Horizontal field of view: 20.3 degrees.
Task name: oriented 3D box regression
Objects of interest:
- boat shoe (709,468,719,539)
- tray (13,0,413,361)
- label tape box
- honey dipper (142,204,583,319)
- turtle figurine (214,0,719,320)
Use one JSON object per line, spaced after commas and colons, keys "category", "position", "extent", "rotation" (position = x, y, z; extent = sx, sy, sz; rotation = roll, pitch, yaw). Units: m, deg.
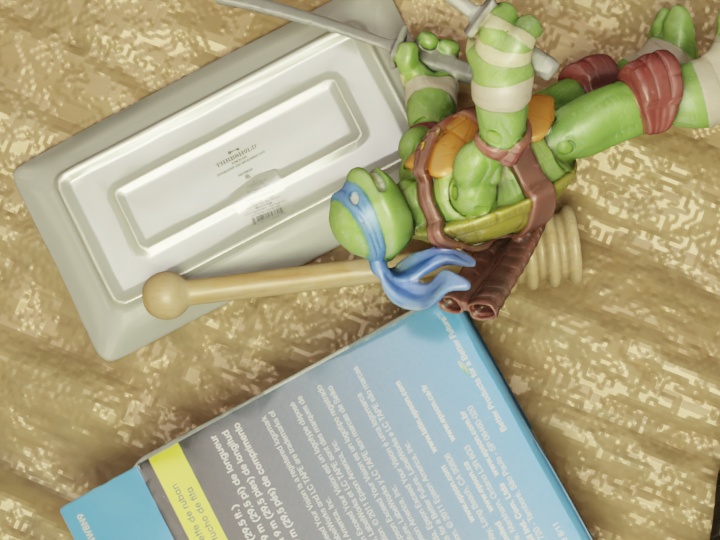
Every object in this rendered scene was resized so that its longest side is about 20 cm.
{"category": "boat shoe", "position": [0.181, 0.144, 0.867], "extent": [0.072, 0.076, 0.200], "rotation": [14, 86, 5]}
{"category": "tray", "position": [-0.056, -0.048, 0.938], "extent": [0.200, 0.022, 0.108], "rotation": [-27, 82, 1]}
{"category": "label tape box", "position": [-0.010, 0.120, 0.892], "extent": [0.200, 0.066, 0.143], "rotation": [-29, 80, 3]}
{"category": "honey dipper", "position": [0.000, 0.000, 0.914], "extent": [0.200, 0.038, 0.038], "rotation": [-7, 82, 2]}
{"category": "turtle figurine", "position": [0.064, -0.095, 0.856], "extent": [0.194, 0.144, 0.200], "rotation": [-16, 67, -19]}
